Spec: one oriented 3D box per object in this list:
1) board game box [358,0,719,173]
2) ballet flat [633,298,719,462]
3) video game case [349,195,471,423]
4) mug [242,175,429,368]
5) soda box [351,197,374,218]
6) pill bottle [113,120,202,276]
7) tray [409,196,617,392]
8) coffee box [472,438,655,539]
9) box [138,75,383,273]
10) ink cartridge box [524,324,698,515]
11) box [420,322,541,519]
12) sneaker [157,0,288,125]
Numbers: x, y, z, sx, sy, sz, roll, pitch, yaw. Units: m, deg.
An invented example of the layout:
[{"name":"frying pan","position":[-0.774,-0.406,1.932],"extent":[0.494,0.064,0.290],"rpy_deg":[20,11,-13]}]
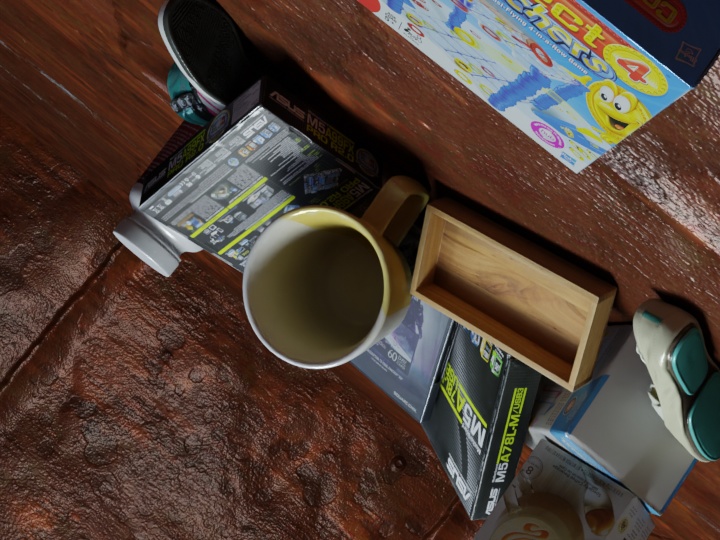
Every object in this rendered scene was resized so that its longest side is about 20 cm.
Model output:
[{"name":"board game box","position":[0.087,-0.155,0.701],"extent":[0.199,0.056,0.196],"rpy_deg":[38,170,0]},{"name":"ballet flat","position":[0.279,0.095,1.110],"extent":[0.069,0.070,0.201],"rpy_deg":[28,157,41]},{"name":"video game case","position":[0.044,0.039,1.326],"extent":[0.142,0.019,0.202],"rpy_deg":[38,129,33]},{"name":"mug","position":[-0.002,0.010,1.238],"extent":[0.153,0.184,0.152],"rpy_deg":[3,-113,-70]},{"name":"soda box","position":[-0.035,-0.062,1.419],"extent":[0.199,0.064,0.069],"rpy_deg":[33,125,26]},{"name":"pill bottle","position":[-0.201,-0.098,1.507],"extent":[0.112,0.201,0.113],"rpy_deg":[35,169,8]},{"name":"tray","position":[0.138,0.018,1.182],"extent":[0.199,0.037,0.100],"rpy_deg":[32,126,33]},{"name":"coffee box","position":[0.166,0.277,1.176],"extent":[0.114,0.201,0.080],"rpy_deg":[28,166,38]},{"name":"box","position":[-0.100,-0.086,1.263],"extent":[0.159,0.045,0.199],"rpy_deg":[31,132,-31]},{"name":"ink cartridge box","position":[0.242,0.142,1.252],"extent":[0.125,0.129,0.200],"rpy_deg":[38,169,-8]},{"name":"box","position":[0.115,0.117,1.308],"extent":[0.047,0.196,0.201],"rpy_deg":[2,-150,-20]},{"name":"sneaker","position":[-0.158,-0.203,1.259],"extent":[0.120,0.084,0.200],"rpy_deg":[15,158,41]}]
